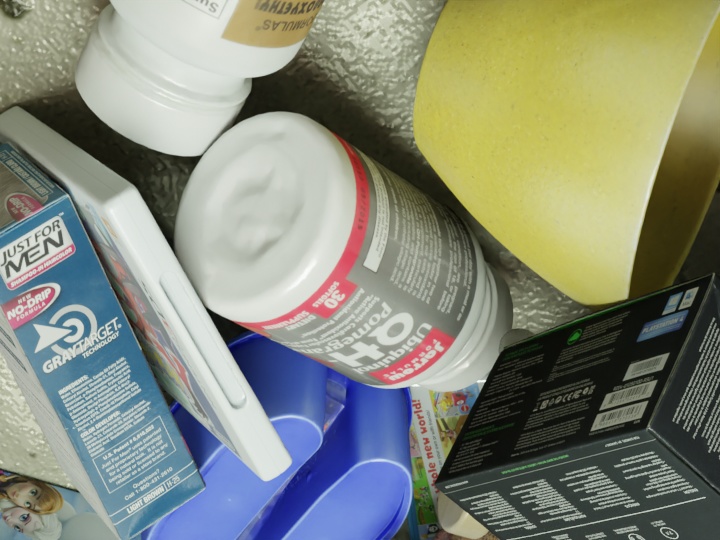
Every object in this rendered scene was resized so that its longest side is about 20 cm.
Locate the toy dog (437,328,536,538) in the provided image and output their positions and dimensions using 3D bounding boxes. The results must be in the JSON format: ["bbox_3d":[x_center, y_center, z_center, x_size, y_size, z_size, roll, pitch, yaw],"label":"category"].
[{"bbox_3d":[0.123,0.081,1.066,0.131,0.097,0.199,29,130,-35],"label":"toy dog"}]

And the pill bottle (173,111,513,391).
[{"bbox_3d":[0.000,0.000,1.015,0.110,0.112,0.199,-34,145,21],"label":"pill bottle"}]

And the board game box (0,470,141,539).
[{"bbox_3d":[-0.172,0.218,1.141,0.197,0.201,0.044,18,122,-9],"label":"board game box"}]

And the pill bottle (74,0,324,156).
[{"bbox_3d":[-0.068,-0.163,0.947,0.113,0.115,0.201,24,120,-12],"label":"pill bottle"}]

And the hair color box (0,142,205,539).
[{"bbox_3d":[-0.161,0.040,1.021,0.060,0.100,0.201,-32,123,-16],"label":"hair color box"}]

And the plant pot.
[{"bbox_3d":[0.111,-0.088,0.961,0.141,0.200,0.202,21,124,17],"label":"plant pot"}]

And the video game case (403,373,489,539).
[{"bbox_3d":[0.124,0.118,1.173,0.197,0.018,0.144,-5,123,5],"label":"video game case"}]

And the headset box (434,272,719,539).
[{"bbox_3d":[0.169,0.115,0.910,0.200,0.093,0.174,40,150,-16],"label":"headset box"}]

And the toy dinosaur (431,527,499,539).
[{"bbox_3d":[0.060,0.190,1.101,0.134,0.200,0.086,26,123,1],"label":"toy dinosaur"}]

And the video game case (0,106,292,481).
[{"bbox_3d":[-0.123,0.009,1.020,0.023,0.200,0.183,-35,118,-14],"label":"video game case"}]

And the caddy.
[{"bbox_3d":[-0.053,0.120,1.130,0.141,0.105,0.200,28,119,-23],"label":"caddy"}]
